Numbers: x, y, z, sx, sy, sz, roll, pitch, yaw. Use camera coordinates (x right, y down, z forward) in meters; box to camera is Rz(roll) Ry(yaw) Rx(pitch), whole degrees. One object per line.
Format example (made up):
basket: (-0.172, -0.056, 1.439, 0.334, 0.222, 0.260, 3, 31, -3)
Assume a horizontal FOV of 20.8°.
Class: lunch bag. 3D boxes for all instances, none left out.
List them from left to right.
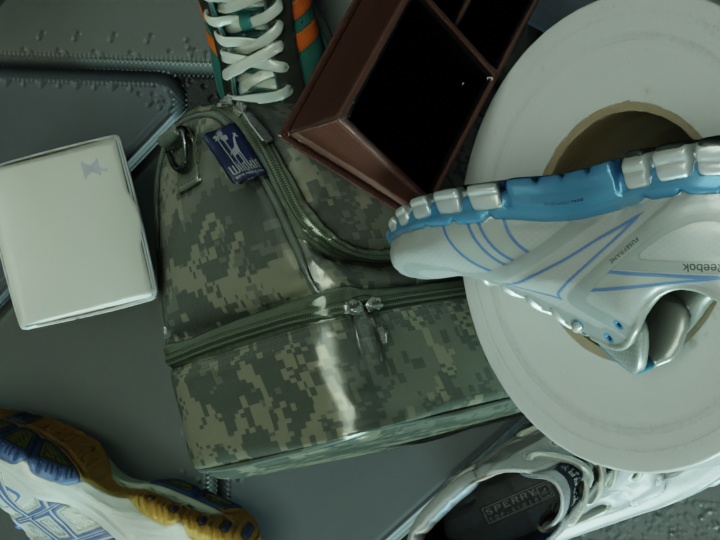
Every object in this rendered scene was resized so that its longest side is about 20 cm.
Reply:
lunch bag: (0.000, 0.000, 0.944, 0.139, 0.199, 0.169, -22, 79, 46)

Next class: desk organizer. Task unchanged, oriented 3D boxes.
desk organizer: (0.050, -0.128, 0.850, 0.072, 0.077, 0.201, 31, 80, -15)

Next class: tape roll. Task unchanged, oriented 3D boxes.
tape roll: (0.160, -0.017, 0.863, 0.202, 0.139, 0.204, 0, 90, 47)

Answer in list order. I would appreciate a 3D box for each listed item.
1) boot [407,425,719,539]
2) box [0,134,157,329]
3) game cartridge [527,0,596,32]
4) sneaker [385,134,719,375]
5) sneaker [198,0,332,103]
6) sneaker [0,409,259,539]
boot: (0.117, 0.102, 0.975, 0.199, 0.096, 0.074, -31, 87, 19)
box: (-0.146, -0.019, 0.991, 0.068, 0.200, 0.083, -14, 92, -7)
game cartridge: (0.130, -0.204, 0.934, 0.133, 0.041, 0.201, 23, 109, -21)
sneaker: (0.089, 0.000, 0.789, 0.199, 0.075, 0.087, -8, 90, 46)
sneaker: (-0.059, -0.143, 1.011, 0.071, 0.080, 0.201, -6, 95, 19)
sneaker: (-0.157, 0.143, 1.077, 0.199, 0.075, 0.089, 24, 104, 15)
